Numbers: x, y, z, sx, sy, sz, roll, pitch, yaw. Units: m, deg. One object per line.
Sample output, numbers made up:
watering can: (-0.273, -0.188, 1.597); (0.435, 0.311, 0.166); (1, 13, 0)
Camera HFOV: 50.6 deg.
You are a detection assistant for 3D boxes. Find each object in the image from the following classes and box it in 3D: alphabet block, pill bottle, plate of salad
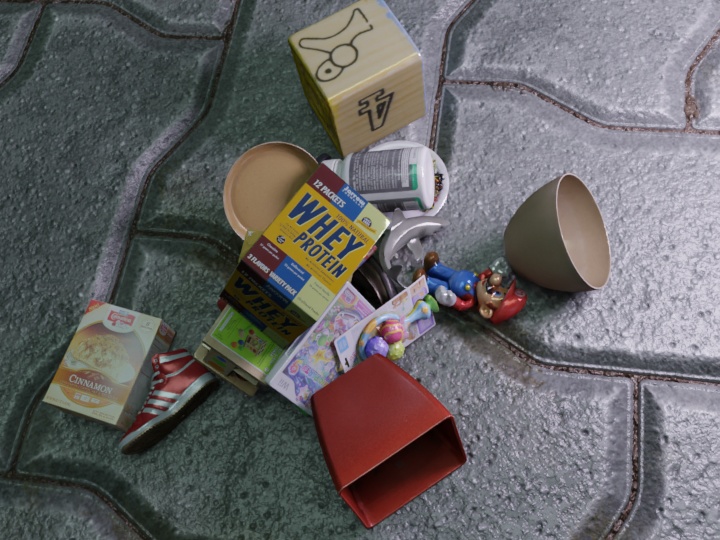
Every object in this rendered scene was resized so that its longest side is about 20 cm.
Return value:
alphabet block: (-0.002, -0.378, 1.490); (0.199, 0.197, 0.196); (-27, 63, -4)
pill bottle: (0.030, -0.162, 1.390); (0.198, 0.113, 0.114); (-2, 65, 15)
plate of salad: (0.071, -0.171, 1.467); (0.198, 0.048, 0.202); (-3, 65, 7)

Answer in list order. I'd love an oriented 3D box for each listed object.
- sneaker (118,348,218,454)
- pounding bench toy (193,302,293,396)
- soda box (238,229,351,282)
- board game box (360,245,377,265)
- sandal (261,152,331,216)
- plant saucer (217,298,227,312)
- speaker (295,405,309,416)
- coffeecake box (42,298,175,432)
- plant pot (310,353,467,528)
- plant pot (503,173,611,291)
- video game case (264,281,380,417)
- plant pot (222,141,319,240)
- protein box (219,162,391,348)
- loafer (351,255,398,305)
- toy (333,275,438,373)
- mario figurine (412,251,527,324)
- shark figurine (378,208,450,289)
sneaker: (-0.361, 0.223, 1.340); (0.200, 0.071, 0.112); (-40, 70, -18)
pounding bench toy: (-0.170, 0.088, 1.281); (0.124, 0.156, 0.201); (35, 66, -6)
soda box: (-0.111, -0.023, 1.343); (0.198, 0.064, 0.068); (5, 69, 22)
board game box: (-0.074, -0.004, 1.370); (0.200, 0.019, 0.103); (-44, 62, -3)
sandal: (-0.120, -0.149, 1.474); (0.045, 0.075, 0.200); (43, 75, 14)
plant saucer: (-0.141, 0.068, 1.398); (0.199, 0.037, 0.200); (-35, 66, -7)
speaker: (-0.045, 0.156, 1.317); (0.200, 0.089, 0.088); (-43, 67, -12)
coffeecake box: (-0.450, 0.171, 1.376); (0.152, 0.073, 0.202); (13, 68, 15)
plant pot: (0.031, 0.255, 1.210); (0.199, 0.200, 0.177); (-32, 55, -6)
plant pot: (0.327, -0.050, 1.314); (0.134, 0.200, 0.202); (-18, 59, 37)
video game case: (-0.050, 0.129, 1.226); (0.018, 0.143, 0.201); (30, 79, 43)
plant pot: (-0.158, -0.138, 1.416); (0.199, 0.201, 0.027); (-35, 22, -8)
protein box: (-0.088, -0.016, 1.146); (0.135, 0.200, 0.199); (39, 65, -5)
loafer: (0.000, 0.000, 1.395); (0.071, 0.073, 0.200); (-38, 60, 2)
toy: (0.055, 0.109, 1.266); (0.199, 0.116, 0.047); (-37, 41, -25)
mario figurine: (0.196, 0.017, 1.330); (0.198, 0.106, 0.124); (18, 82, 20)
shark figurine: (0.066, -0.059, 1.347); (0.127, 0.090, 0.215); (13, 39, 21)
